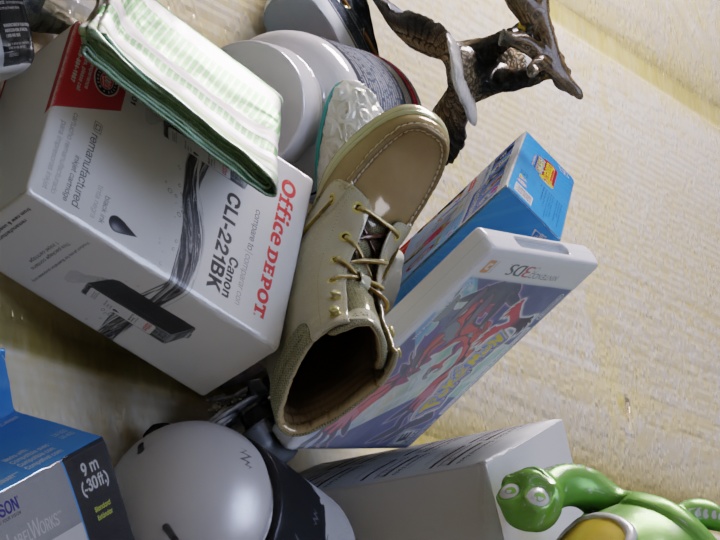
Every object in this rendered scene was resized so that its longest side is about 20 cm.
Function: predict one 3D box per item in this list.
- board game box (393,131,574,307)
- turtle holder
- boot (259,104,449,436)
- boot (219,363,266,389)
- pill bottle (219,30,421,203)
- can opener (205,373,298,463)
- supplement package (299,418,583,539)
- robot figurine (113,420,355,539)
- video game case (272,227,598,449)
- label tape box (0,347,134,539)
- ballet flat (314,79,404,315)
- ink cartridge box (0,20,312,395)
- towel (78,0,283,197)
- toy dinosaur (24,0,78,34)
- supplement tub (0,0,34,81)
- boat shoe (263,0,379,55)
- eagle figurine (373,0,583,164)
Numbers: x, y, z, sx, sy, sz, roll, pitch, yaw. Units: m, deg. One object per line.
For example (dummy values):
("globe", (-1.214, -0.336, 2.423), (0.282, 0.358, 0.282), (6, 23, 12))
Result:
("board game box", (0.063, 0.001, 1.801), (0.056, 0.196, 0.200), (45, 16, -5))
("turtle holder", (0.173, 0.212, 1.600), (0.132, 0.141, 0.186), (-32, 117, -43))
("boot", (0.000, 0.000, 1.567), (0.072, 0.200, 0.155), (33, 14, -22))
("boot", (-0.086, -0.004, 1.718), (0.146, 0.070, 0.200), (67, 21, -2))
("pill bottle", (-0.042, -0.109, 1.764), (0.200, 0.119, 0.120), (7, 72, -68))
("can opener", (-0.057, 0.102, 1.716), (0.067, 0.053, 0.200), (56, 19, 6))
("supplement package", (0.050, 0.223, 1.727), (0.147, 0.200, 0.192), (-19, 96, -62))
("robot figurine", (-0.083, 0.177, 1.583), (0.200, 0.150, 0.125), (42, 64, -49))
("video game case", (0.054, 0.050, 1.665), (0.023, 0.200, 0.182), (53, 19, 20))
("label tape box", (-0.198, 0.153, 1.433), (0.143, 0.066, 0.200), (-27, 104, -62))
("ballet flat", (0.004, -0.028, 1.682), (0.072, 0.072, 0.200), (-4, 102, -62))
("ink cartridge box", (-0.137, -0.037, 1.548), (0.200, 0.084, 0.145), (34, 47, -28))
("towel", (-0.108, -0.122, 1.543), (0.152, 0.023, 0.200), (38, 12, -11))
("toy dinosaur", (-0.217, -0.185, 1.568), (0.200, 0.047, 0.088), (0, 93, -63))
("supplement tub", (-0.265, -0.197, 1.395), (0.122, 0.122, 0.200), (-19, 94, -63))
("boat shoe", (-0.006, -0.152, 1.925), (0.201, 0.071, 0.091), (65, 27, -24))
("eagle figurine", (0.078, -0.151, 1.866), (0.151, 0.200, 0.152), (35, 61, -34))
